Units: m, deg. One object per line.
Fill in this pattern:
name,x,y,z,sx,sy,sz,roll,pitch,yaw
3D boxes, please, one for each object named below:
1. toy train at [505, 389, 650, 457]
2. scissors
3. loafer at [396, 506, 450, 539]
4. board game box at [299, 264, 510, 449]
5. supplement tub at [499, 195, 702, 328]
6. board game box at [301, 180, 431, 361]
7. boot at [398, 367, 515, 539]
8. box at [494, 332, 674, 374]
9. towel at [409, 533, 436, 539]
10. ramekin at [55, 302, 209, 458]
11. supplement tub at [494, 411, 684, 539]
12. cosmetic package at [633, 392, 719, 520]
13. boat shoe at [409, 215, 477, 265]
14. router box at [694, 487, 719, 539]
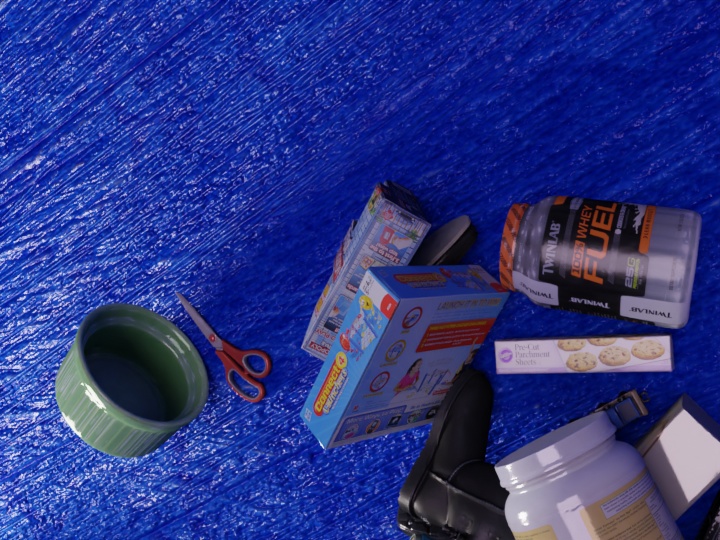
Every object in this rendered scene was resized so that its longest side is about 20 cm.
toy train,0.240,0.192,0.887,0.198,0.046,0.035,-36,77,20
scissors,-0.206,0.110,1.105,0.198,0.014,0.074,32,105,19
loafer,0.140,0.297,0.920,0.196,0.071,0.069,-10,46,21
board game box,0.052,0.092,0.868,0.056,0.197,0.199,43,118,35
supplement tub,0.256,-0.013,0.836,0.195,0.122,0.126,8,94,24
board game box,0.000,0.000,0.909,0.061,0.200,0.203,26,102,-9
boot,0.146,0.226,0.871,0.160,0.073,0.201,19,73,39
box,0.252,0.095,0.884,0.195,0.039,0.043,-4,88,24
towel,0.120,0.398,0.905,0.196,0.022,0.149,26,112,-4
ramekin,-0.315,0.154,1.061,0.098,0.199,0.201,-45,74,26
supplement tub,0.224,0.253,0.732,0.144,0.145,0.204,-30,78,21
cosmetic package,0.304,0.234,0.829,0.073,0.103,0.201,42,106,18
boat shoe,0.074,0.019,0.953,0.063,0.074,0.202,40,100,-13
router box,0.415,0.331,0.802,0.148,0.062,0.204,26,101,22
